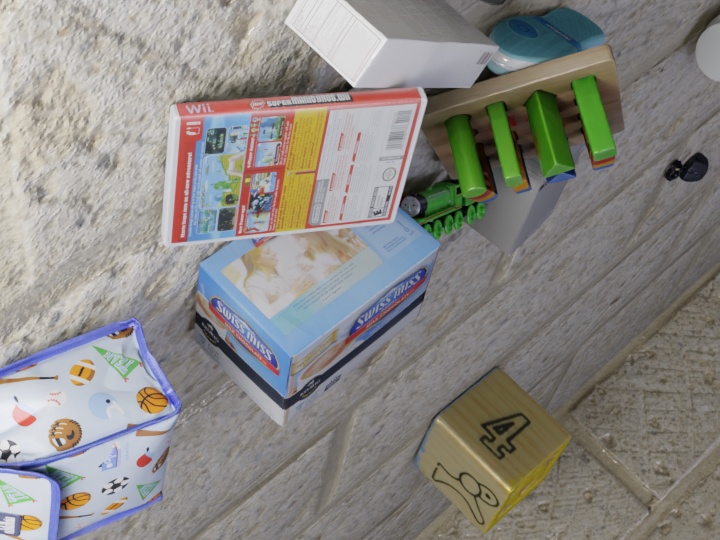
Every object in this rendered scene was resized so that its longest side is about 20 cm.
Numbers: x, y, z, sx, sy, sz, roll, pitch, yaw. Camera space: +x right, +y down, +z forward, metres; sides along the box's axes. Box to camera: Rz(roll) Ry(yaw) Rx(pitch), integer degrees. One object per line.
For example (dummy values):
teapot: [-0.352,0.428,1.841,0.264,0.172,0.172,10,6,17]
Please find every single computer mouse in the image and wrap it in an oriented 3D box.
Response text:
computer mouse: [0.625,-0.189,2.369,0.200,0.034,0.059,-14,144,-57]

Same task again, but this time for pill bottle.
pill bottle: [0.569,-0.331,1.831,0.200,0.113,0.113,-21,149,-51]

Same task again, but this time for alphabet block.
alphabet block: [0.251,0.345,2.391,0.196,0.200,0.196,-35,159,-30]

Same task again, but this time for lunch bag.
lunch bag: [-0.260,0.154,1.027,0.199,0.124,0.170,-18,149,-29]

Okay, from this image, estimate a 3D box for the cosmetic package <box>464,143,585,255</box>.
cosmetic package: [0.201,-0.123,1.497,0.107,0.090,0.200,-43,160,-29]

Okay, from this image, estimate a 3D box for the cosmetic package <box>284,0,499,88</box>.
cosmetic package: [0.030,-0.189,1.004,0.051,0.083,0.200,-52,160,26]

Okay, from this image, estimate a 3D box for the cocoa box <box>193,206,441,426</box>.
cocoa box: [-0.043,0.020,1.189,0.200,0.133,0.132,-36,158,-29]

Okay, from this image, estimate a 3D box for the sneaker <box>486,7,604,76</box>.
sneaker: [0.174,-0.197,1.303,0.200,0.080,0.131,-22,148,-50]

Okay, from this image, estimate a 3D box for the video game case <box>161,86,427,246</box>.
video game case: [-0.055,-0.081,0.983,0.199,0.018,0.143,-7,142,-18]

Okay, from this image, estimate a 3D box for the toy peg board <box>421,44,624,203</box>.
toy peg board: [0.178,-0.122,1.280,0.199,0.098,0.199,-15,162,11]

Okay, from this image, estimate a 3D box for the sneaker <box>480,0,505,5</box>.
sneaker: [0.132,-0.296,0.960,0.074,0.079,0.201,-17,136,-41]

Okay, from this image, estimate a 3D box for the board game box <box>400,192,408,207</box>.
board game box: [0.000,0.000,1.422,0.200,0.019,0.103,-49,160,5]

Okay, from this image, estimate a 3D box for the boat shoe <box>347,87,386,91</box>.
boat shoe: [-0.022,-0.117,1.101,0.062,0.073,0.200,-8,-160,42]

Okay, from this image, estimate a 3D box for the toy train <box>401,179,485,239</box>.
toy train: [0.094,-0.072,1.407,0.200,0.041,0.057,-24,117,-61]
